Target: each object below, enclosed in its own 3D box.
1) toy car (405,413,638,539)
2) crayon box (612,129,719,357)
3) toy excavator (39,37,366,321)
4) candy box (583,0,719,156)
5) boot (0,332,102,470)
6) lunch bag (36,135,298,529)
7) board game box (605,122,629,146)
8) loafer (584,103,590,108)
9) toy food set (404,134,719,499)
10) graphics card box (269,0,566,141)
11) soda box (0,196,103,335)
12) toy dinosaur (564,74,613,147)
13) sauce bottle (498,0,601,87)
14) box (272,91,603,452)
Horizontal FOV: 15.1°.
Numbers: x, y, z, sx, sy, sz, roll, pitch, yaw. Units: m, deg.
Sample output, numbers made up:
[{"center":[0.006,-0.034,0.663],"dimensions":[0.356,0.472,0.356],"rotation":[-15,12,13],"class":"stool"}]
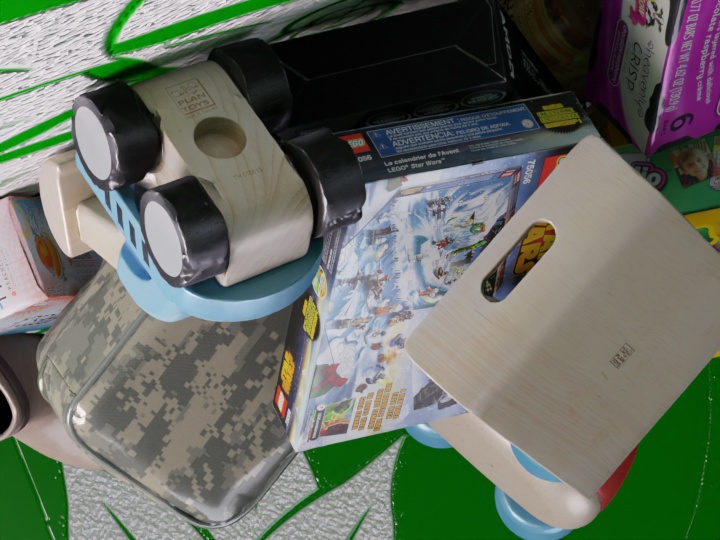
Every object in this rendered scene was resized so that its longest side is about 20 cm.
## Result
[{"center":[0.134,0.042,1.709],"dimensions":[0.200,0.177,0.185],"rotation":[-44,166,-14],"class":"toy car"},{"center":[0.146,-0.003,1.510],"dimensions":[0.199,0.059,0.173],"rotation":[-12,152,11],"class":"crayon box"},{"center":[-0.098,-0.029,1.339],"dimensions":[0.099,0.195,0.201],"rotation":[-21,149,-27],"class":"toy excavator"},{"center":[0.219,-0.154,1.407],"dimensions":[0.199,0.061,0.137],"rotation":[-22,141,-26],"class":"candy box"},{"center":[-0.216,0.072,1.629],"dimensions":[0.070,0.200,0.146],"rotation":[-51,-165,5],"class":"boot"},{"center":[-0.084,0.017,1.503],"dimensions":[0.200,0.139,0.168],"rotation":[-52,-151,3],"class":"lunch bag"},{"center":[0.280,-0.096,1.670],"dimensions":[0.199,0.201,0.199],"rotation":[-25,158,33],"class":"board game box"},{"center":[0.136,-0.128,1.768],"dimensions":[0.199,0.069,0.076],"rotation":[-21,177,-31],"class":"loafer"},{"center":[0.117,0.026,1.398],"dimensions":[0.144,0.060,0.200],"rotation":[-49,145,3],"class":"toy food set"},{"center":[0.036,-0.084,1.420],"dimensions":[0.125,0.051,0.200],"rotation":[-11,166,12],"class":"graphics card box"},{"center":[-0.193,-0.003,1.591],"dimensions":[0.068,0.064,0.200],"rotation":[-23,176,10],"class":"soda box"},{"center":[0.114,-0.098,1.587],"dimensions":[0.200,0.060,0.106],"rotation":[-51,-137,-6],"class":"toy dinosaur"},{"center":[0.100,-0.129,1.514],"dimensions":[0.066,0.066,0.200],"rotation":[-21,176,-21],"class":"sauce bottle"},{"center":[0.036,0.003,1.384],"dimensions":[0.136,0.040,0.201],"rotation":[-10,140,-23],"class":"box"}]
